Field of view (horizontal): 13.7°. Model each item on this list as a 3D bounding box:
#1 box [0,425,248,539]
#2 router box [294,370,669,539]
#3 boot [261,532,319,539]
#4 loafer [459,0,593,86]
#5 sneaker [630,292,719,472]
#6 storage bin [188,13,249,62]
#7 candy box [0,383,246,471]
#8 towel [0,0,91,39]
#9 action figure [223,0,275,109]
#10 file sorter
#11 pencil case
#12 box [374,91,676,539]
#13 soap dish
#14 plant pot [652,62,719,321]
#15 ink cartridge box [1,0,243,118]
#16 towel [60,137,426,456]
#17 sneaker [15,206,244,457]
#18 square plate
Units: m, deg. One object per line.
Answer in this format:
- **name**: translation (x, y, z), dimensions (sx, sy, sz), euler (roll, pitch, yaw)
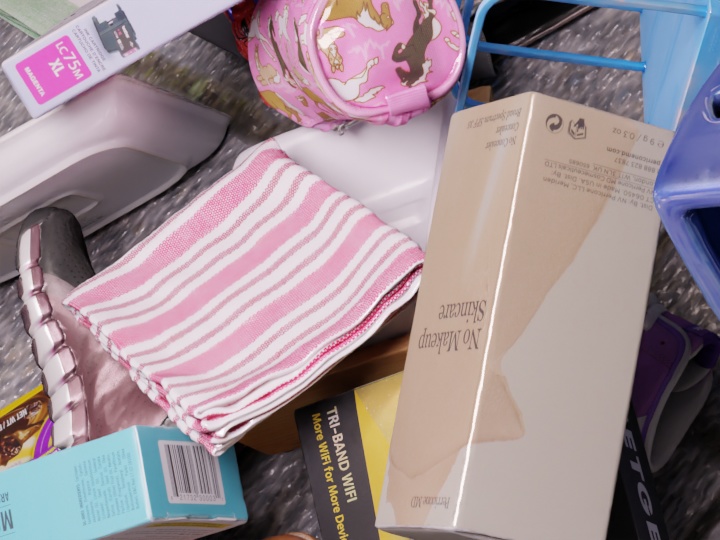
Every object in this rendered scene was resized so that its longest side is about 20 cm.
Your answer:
- **box**: translation (-0.161, 0.128, 1.514), dimensions (0.200, 0.082, 0.049), euler (-19, 75, 31)
- **router box**: translation (0.066, 0.139, 1.432), dimensions (0.157, 0.052, 0.201), euler (-21, 70, 19)
- **boot**: translation (-0.122, 0.175, 1.495), dimensions (0.200, 0.155, 0.074), euler (-37, 49, 6)
- **loafer**: translation (0.071, -0.139, 1.652), dimensions (0.200, 0.072, 0.063), euler (-36, 65, 2)
- **sneaker**: translation (0.132, 0.013, 1.511), dimensions (0.114, 0.073, 0.201), euler (-3, 68, 26)
- **storage bin**: translation (-0.041, -0.190, 1.725), dimensions (0.200, 0.145, 0.135), euler (30, 105, 41)
- **candy box**: translation (-0.150, 0.098, 1.656), dimensions (0.200, 0.026, 0.102), euler (-32, 52, 10)
- **towel**: translation (-0.145, -0.225, 1.878), dimensions (0.152, 0.023, 0.200), euler (31, 78, 41)
- **action figure**: translation (-0.068, -0.183, 1.633), dimensions (0.065, 0.052, 0.201), euler (-24, 79, 41)
- **file sorter**: translation (0.111, -0.154, 1.512), dimensions (0.122, 0.139, 0.200), euler (7, 47, -5)
- **pencil case**: translation (-0.005, -0.115, 1.511), dimensions (0.083, 0.086, 0.200), euler (-54, 10, -5)
- **box**: translation (0.075, 0.028, 1.361), dimensions (0.095, 0.078, 0.201), euler (167, 115, -66)
- **soap dish**: translation (0.000, 0.000, 1.563), dimensions (0.157, 0.081, 0.200), euler (-18, 36, 21)
- **plant pot**: translation (0.272, -0.048, 1.380), dimensions (0.200, 0.200, 0.180), euler (-5, 50, 29)
- **ink cartridge box**: translation (-0.081, -0.152, 1.546), dimensions (0.200, 0.042, 0.119), euler (-30, 9, 22)
- **towel**: translation (-0.060, 0.006, 1.504), dimensions (0.146, 0.030, 0.200), euler (-38, 33, -10)
- **sneaker**: translation (-0.112, 0.047, 1.605), dimensions (0.115, 0.076, 0.201), euler (-18, 70, 13)
- **square plate**: translation (-0.180, -0.040, 1.676), dimensions (0.200, 0.198, 0.028), euler (-29, 78, 12)
